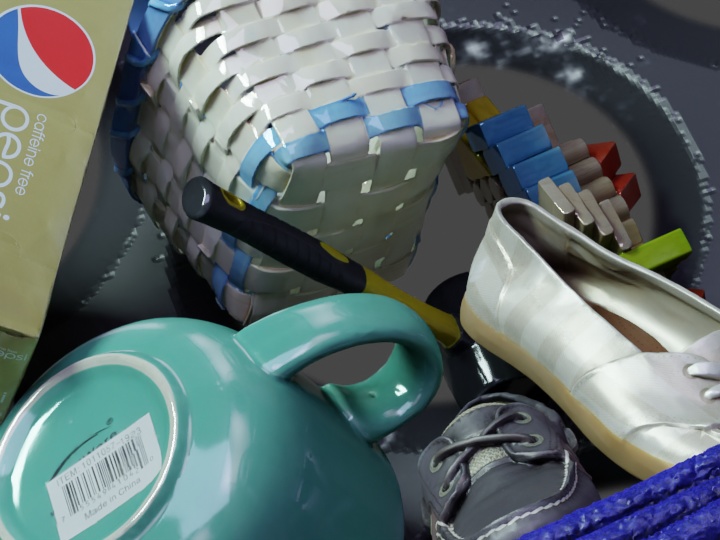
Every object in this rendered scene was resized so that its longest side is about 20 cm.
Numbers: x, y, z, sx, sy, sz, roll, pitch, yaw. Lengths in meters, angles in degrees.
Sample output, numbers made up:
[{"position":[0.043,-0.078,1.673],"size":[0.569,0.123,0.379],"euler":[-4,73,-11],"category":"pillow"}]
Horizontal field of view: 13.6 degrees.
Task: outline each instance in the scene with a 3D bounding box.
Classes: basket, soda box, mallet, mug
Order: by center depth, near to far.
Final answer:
[{"position":[-0.069,0.082,1.160],"size":[0.151,0.114,0.186],"euler":[5,65,38],"category":"mug"},{"position":[-0.142,-0.045,1.204],"size":[0.064,0.068,0.201],"euler":[18,54,-9],"category":"soda box"},{"position":[0.000,0.000,1.213],"size":[0.041,0.200,0.066],"euler":[-42,39,20],"category":"mallet"},{"position":[-0.043,-0.091,1.294],"size":[0.139,0.177,0.201],"euler":[-20,65,-25],"category":"basket"}]

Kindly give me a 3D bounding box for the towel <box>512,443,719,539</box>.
[{"position":[0.109,0.147,1.066],"size":[0.147,0.201,0.050],"euler":[-27,45,-13],"category":"towel"}]

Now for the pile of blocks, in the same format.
[{"position":[0.098,-0.027,1.273],"size":[0.062,0.082,0.200],"euler":[-24,54,-16],"category":"pile of blocks"}]

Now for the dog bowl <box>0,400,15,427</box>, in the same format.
[{"position":[-0.235,0.090,1.239],"size":[0.199,0.079,0.201],"euler":[-4,53,6],"category":"dog bowl"}]

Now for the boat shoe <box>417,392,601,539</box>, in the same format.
[{"position":[0.052,0.082,1.132],"size":[0.072,0.200,0.065],"euler":[-25,91,5],"category":"boat shoe"}]

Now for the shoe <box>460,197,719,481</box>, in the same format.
[{"position":[0.110,0.034,1.147],"size":[0.070,0.054,0.200],"euler":[-10,32,-40],"category":"shoe"}]
